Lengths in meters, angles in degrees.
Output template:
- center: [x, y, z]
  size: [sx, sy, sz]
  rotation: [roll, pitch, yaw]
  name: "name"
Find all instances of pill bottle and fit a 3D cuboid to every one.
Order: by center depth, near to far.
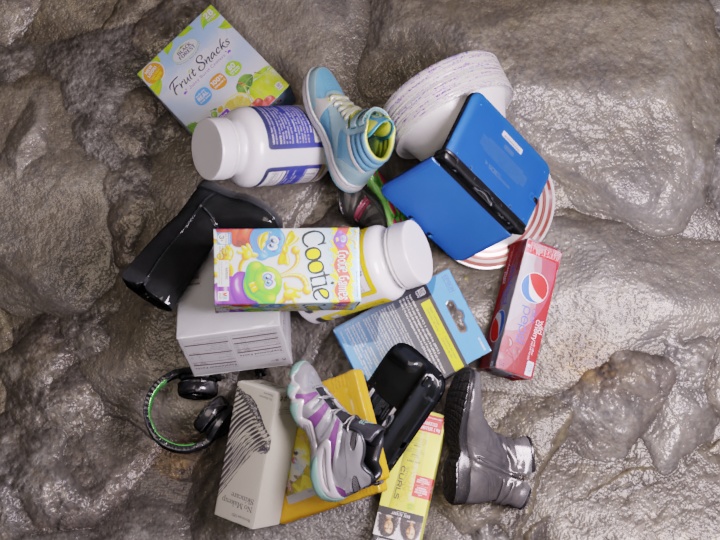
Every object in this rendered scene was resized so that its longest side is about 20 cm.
- center: [0.000, 0.000, 1.693]
  size: [0.197, 0.114, 0.116]
  rotation: [-17, 75, 26]
  name: "pill bottle"
- center: [-0.149, -0.188, 1.732]
  size: [0.198, 0.119, 0.121]
  rotation: [-8, 72, -40]
  name: "pill bottle"

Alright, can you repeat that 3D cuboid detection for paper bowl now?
- center: [0.138, -0.231, 1.718]
  size: [0.198, 0.201, 0.106]
  rotation: [-27, 77, -1]
  name: "paper bowl"

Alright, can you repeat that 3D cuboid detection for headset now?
- center: [-0.229, 0.191, 1.716]
  size: [0.198, 0.094, 0.125]
  rotation: [-25, 76, -17]
  name: "headset"

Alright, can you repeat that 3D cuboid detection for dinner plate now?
- center: [0.197, -0.101, 1.736]
  size: [0.196, 0.024, 0.204]
  rotation: [-1, 107, -4]
  name: "dinner plate"

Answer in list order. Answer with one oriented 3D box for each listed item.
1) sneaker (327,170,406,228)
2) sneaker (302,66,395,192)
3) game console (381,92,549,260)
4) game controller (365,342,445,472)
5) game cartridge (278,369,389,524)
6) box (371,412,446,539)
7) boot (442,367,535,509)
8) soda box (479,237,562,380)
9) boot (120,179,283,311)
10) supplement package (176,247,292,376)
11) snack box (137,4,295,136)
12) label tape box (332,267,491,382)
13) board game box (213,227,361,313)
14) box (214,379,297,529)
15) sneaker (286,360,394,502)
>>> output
- center: [0.011, -0.098, 1.777]
  size: [0.083, 0.076, 0.202]
  rotation: [-33, 75, 20]
  name: "sneaker"
- center: [-0.009, -0.231, 1.692]
  size: [0.079, 0.130, 0.203]
  rotation: [-15, 79, -39]
  name: "sneaker"
- center: [0.156, -0.134, 1.675]
  size: [0.117, 0.199, 0.172]
  rotation: [5, 62, 51]
  name: "game console"
- center: [0.039, 0.205, 1.650]
  size: [0.104, 0.042, 0.201]
  rotation: [43, 110, 29]
  name: "game controller"
- center: [-0.059, 0.258, 1.670]
  size: [0.198, 0.032, 0.179]
  rotation: [-25, 73, 32]
  name: "game cartridge"
- center: [0.074, 0.307, 1.681]
  size: [0.074, 0.050, 0.203]
  rotation: [13, 78, 9]
  name: "box"
- center: [0.190, 0.242, 1.659]
  size: [0.129, 0.070, 0.204]
  rotation: [4, 93, -19]
  name: "boot"
- center: [0.239, 0.059, 1.704]
  size: [0.062, 0.070, 0.203]
  rotation: [18, 79, -12]
  name: "soda box"
- center: [-0.227, -0.026, 1.646]
  size: [0.163, 0.066, 0.201]
  rotation: [20, 58, 31]
  name: "boot"
- center: [-0.187, 0.036, 1.706]
  size: [0.153, 0.112, 0.203]
  rotation: [-7, 54, 4]
  name: "supplement package"
- center: [-0.231, -0.296, 1.840]
  size: [0.169, 0.068, 0.200]
  rotation: [-44, 75, -4]
  name: "snack box"
- center: [0.078, 0.109, 1.718]
  size: [0.198, 0.063, 0.146]
  rotation: [-27, 78, 0]
  name: "label tape box"
- center: [-0.102, 0.000, 1.572]
  size: [0.196, 0.103, 0.107]
  rotation: [-1, 82, -7]
  name: "board game box"
- center: [-0.149, 0.267, 1.672]
  size: [0.081, 0.068, 0.204]
  rotation: [10, 91, 32]
  name: "box"
- center: [-0.017, 0.210, 1.593]
  size: [0.138, 0.077, 0.203]
  rotation: [-21, 84, 28]
  name: "sneaker"
